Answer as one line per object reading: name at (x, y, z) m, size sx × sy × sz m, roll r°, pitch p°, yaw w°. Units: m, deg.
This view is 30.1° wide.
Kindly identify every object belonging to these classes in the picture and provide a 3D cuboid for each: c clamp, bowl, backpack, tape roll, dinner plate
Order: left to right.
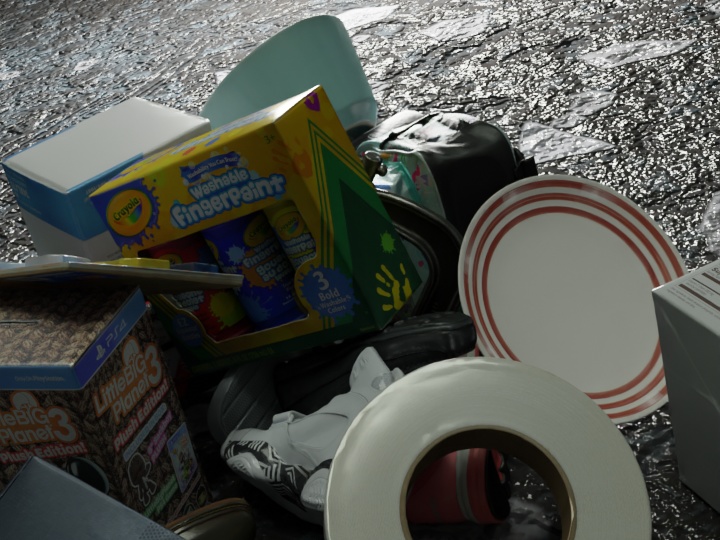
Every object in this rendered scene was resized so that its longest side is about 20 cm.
bowl at (-0.060, -0.144, 1.329) m, size 0.200 × 0.201 × 0.105 m, roll -32°, pitch 73°, yaw -30°
c clamp at (0.000, 0.000, 1.041) m, size 0.170 × 0.201 × 0.027 m, roll 23°, pitch 30°, yaw 11°
backpack at (0.060, -0.038, 1.125) m, size 0.149 × 0.179 × 0.200 m, roll -22°, pitch 16°, yaw -9°
tape roll at (0.075, 0.151, 0.811) m, size 0.201 × 0.037 × 0.205 m, roll 1°, pitch 62°, yaw -2°
dinner plate at (0.162, 0.022, 1.008) m, size 0.199 × 0.201 × 0.024 m, roll -30°, pitch -9°, yaw -27°

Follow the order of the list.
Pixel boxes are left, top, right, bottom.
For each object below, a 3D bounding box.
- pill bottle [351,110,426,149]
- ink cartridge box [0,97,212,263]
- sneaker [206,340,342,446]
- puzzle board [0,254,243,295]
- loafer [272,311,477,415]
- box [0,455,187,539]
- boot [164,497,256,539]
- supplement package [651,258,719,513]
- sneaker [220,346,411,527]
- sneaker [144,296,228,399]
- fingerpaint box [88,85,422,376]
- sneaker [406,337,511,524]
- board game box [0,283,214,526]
pill bottle at (-0.004, -0.066, 1.277) m, size 0.199 × 0.107 × 0.106 m, roll -32°, pitch 33°, yaw -30°
ink cartridge box at (-0.198, -0.025, 1.198) m, size 0.146 × 0.202 × 0.146 m, roll -30°, pitch 30°, yaw -27°
sneaker at (-0.071, 0.081, 1.104) m, size 0.071 × 0.073 × 0.200 m, roll -24°, pitch 17°, yaw 42°
puzzle board at (-0.203, 0.005, 0.958) m, size 0.199 × 0.018 × 0.150 m, roll -6°, pitch -9°, yaw 44°
loafer at (0.013, 0.080, 0.989) m, size 0.068 × 0.071 × 0.200 m, roll -14°, pitch -6°, yaw -45°
box at (-0.170, 0.216, 0.790) m, size 0.199 × 0.051 × 0.158 m, roll 21°, pitch 64°, yaw 34°
boot at (-0.122, 0.234, 0.847) m, size 0.200 × 0.075 × 0.097 m, roll -40°, pitch 46°, yaw -22°
supplement package at (0.285, 0.093, 0.803) m, size 0.110 × 0.157 × 0.200 m, roll -23°, pitch 29°, yaw -14°
sneaker at (-0.015, 0.116, 0.933) m, size 0.115 × 0.075 × 0.199 m, roll -56°, pitch 30°, yaw -15°
sneaker at (-0.214, 0.074, 1.101) m, size 0.200 × 0.109 × 0.067 m, roll -24°, pitch 27°, yaw 3°
fingerpaint box at (-0.081, -0.023, 0.996) m, size 0.199 × 0.168 × 0.073 m, roll -15°, pitch 20°, yaw 38°
sneaker at (0.060, 0.109, 0.971) m, size 0.086 × 0.074 × 0.201 m, roll -13°, pitch 26°, yaw 14°
board game box at (-0.214, 0.121, 0.943) m, size 0.158 × 0.202 × 0.097 m, roll -2°, pitch 30°, yaw 23°
